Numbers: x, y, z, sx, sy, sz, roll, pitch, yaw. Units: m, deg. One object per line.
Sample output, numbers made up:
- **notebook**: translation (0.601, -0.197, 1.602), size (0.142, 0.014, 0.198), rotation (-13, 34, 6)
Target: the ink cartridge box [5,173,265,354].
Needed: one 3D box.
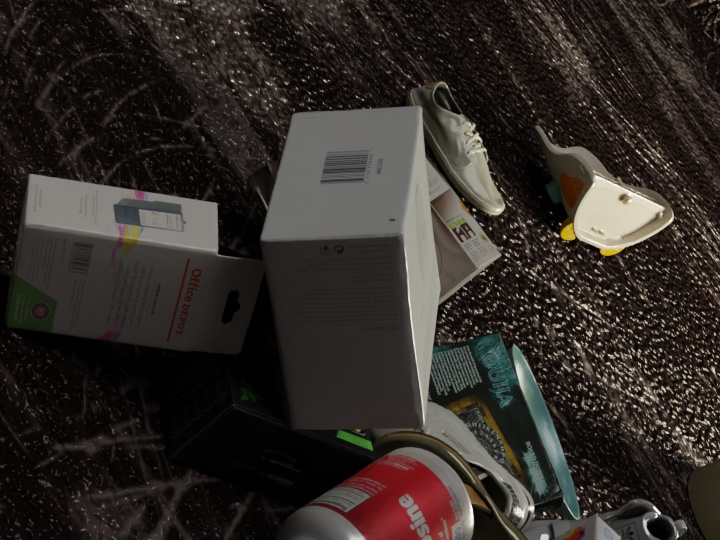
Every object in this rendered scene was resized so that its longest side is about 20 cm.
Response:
- **ink cartridge box**: translation (-0.185, -0.002, 1.426), size (0.198, 0.118, 0.068), rotation (9, 40, -13)

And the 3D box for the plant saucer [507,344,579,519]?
- **plant saucer**: translation (0.192, 0.180, 1.883), size (0.200, 0.027, 0.202), rotation (-21, 90, -79)

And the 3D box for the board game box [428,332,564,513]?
- **board game box**: translation (0.112, 0.165, 1.760), size (0.134, 0.028, 0.201), rotation (-12, 58, -12)

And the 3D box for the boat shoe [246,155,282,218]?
- **boat shoe**: translation (-0.062, -0.017, 1.760), size (0.074, 0.073, 0.202), rotation (5, 66, -85)

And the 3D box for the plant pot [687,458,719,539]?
- **plant pot**: translation (0.551, 0.282, 2.179), size (0.187, 0.200, 0.188), rotation (37, 30, -26)

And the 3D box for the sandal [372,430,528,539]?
- **sandal**: translation (0.083, 0.227, 1.595), size (0.200, 0.080, 0.054), rotation (46, 27, 13)

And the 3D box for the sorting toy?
- **sorting toy**: translation (0.316, -0.128, 2.436), size (0.199, 0.107, 0.181), rotation (19, 34, -45)

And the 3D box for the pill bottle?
- **pill bottle**: translation (-0.001, 0.238, 1.476), size (0.199, 0.112, 0.113), rotation (-27, 78, -45)

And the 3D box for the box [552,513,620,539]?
- **box**: translation (0.169, 0.336, 1.593), size (0.041, 0.156, 0.201), rotation (43, 28, -19)

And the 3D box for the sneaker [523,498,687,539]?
- **sneaker**: translation (0.232, 0.274, 1.746), size (0.198, 0.115, 0.076), rotation (1, 68, -26)

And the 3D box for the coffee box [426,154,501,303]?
- **coffee box**: translation (0.048, -0.059, 1.926), size (0.201, 0.114, 0.080), rotation (54, 28, 5)

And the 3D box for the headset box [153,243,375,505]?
- **headset box**: translation (-0.091, 0.100, 1.552), size (0.173, 0.093, 0.201), rotation (26, 37, -38)

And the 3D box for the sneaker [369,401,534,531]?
- **sneaker**: translation (0.081, 0.182, 1.669), size (0.199, 0.077, 0.080), rotation (34, 2, 20)

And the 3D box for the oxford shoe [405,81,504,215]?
- **oxford shoe**: translation (0.131, -0.162, 2.234), size (0.201, 0.058, 0.075), rotation (59, 26, 10)

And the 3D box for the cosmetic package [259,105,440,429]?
- **cosmetic package**: translation (-0.003, -0.003, 1.478), size (0.200, 0.122, 0.201), rotation (-80, 164, -54)
